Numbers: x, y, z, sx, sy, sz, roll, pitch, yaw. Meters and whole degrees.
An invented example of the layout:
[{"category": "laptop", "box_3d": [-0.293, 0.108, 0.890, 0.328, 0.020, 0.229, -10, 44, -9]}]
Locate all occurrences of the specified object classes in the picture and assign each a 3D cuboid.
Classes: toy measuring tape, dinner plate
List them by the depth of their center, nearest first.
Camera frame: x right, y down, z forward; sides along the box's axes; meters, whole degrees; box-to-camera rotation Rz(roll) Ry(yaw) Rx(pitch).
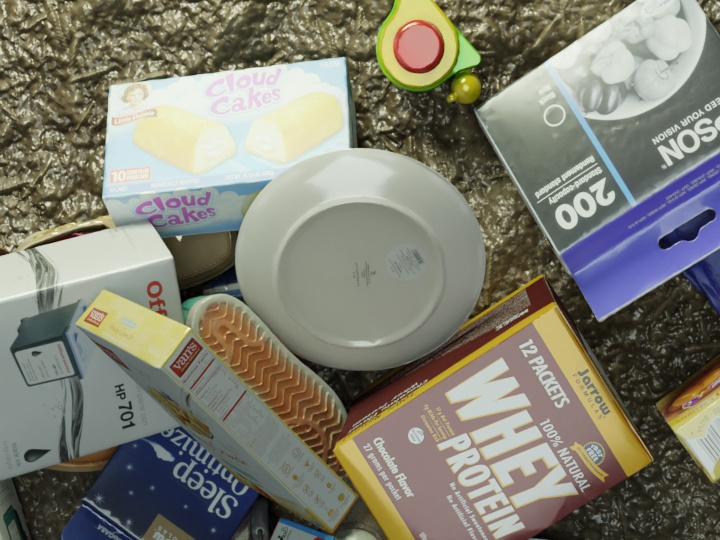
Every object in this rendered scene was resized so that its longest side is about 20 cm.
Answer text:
[{"category": "dinner plate", "box_3d": [0.000, 0.000, 1.113, 0.197, 0.024, 0.203, 0, 121, -1]}, {"category": "toy measuring tape", "box_3d": [0.021, -0.207, 1.151, 0.073, 0.074, 0.200, -41, 92, 7]}]

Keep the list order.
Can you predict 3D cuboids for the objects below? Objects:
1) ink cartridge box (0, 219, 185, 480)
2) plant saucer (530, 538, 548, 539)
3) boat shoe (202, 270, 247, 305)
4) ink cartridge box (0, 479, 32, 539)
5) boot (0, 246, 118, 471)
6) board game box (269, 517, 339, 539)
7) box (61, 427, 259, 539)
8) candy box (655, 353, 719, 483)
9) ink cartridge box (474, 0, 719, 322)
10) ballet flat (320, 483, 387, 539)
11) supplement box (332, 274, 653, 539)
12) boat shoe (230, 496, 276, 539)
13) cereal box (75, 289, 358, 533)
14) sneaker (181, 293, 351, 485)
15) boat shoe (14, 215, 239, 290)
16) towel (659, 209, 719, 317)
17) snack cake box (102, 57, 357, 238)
[{"category": "ink cartridge box", "box_3d": [-0.234, 0.063, 1.090, 0.197, 0.086, 0.148, -15, 116, -16]}, {"category": "plant saucer", "box_3d": [0.144, 0.324, 1.220, 0.197, 0.027, 0.204, 1, 96, 5]}, {"category": "boat shoe", "box_3d": [-0.032, 0.028, 1.179, 0.197, 0.072, 0.074, -6, 105, 9]}, {"category": "ink cartridge box", "box_3d": [-0.342, 0.260, 1.227, 0.115, 0.067, 0.203, -16, 95, 6]}, {"category": "boot", "box_3d": [-0.264, 0.068, 1.172, 0.198, 0.077, 0.157, 27, 121, 2]}, {"category": "board game box", "box_3d": [-0.034, 0.316, 1.078, 0.055, 0.200, 0.198, 13, 69, 36]}, {"category": "box", "box_3d": [-0.144, 0.170, 1.181, 0.120, 0.032, 0.201, 34, 73, -1]}, {"category": "candy box", "box_3d": [0.335, 0.077, 1.134, 0.199, 0.117, 0.057, -40, 92, 8]}, {"category": "ink cartridge box", "box_3d": [0.218, -0.096, 1.124, 0.197, 0.043, 0.202, -33, 72, 9]}, {"category": "ballet flat", "box_3d": [-0.003, 0.278, 1.205, 0.067, 0.067, 0.203, 0, 96, 0]}, {"category": "supplement box", "box_3d": [0.101, 0.121, 1.113, 0.196, 0.200, 0.134, -33, 93, 7]}, {"category": "boat shoe", "box_3d": [-0.072, 0.290, 1.211, 0.064, 0.072, 0.203, -20, 88, 11]}, {"category": "cereal box", "box_3d": [-0.105, 0.101, 1.029, 0.040, 0.143, 0.200, -51, 122, -15]}, {"category": "sneaker", "box_3d": [-0.077, 0.098, 1.166, 0.071, 0.080, 0.201, -42, 107, -17]}, {"category": "boat shoe", "box_3d": [-0.196, -0.010, 1.187, 0.197, 0.069, 0.075, -9, 96, 6]}, {"category": "towel", "box_3d": [0.330, -0.074, 1.155, 0.199, 0.050, 0.148, -36, 96, 9]}, {"category": "snack cake box", "box_3d": [-0.102, -0.097, 1.145, 0.197, 0.067, 0.116, -6, 59, 4]}]
